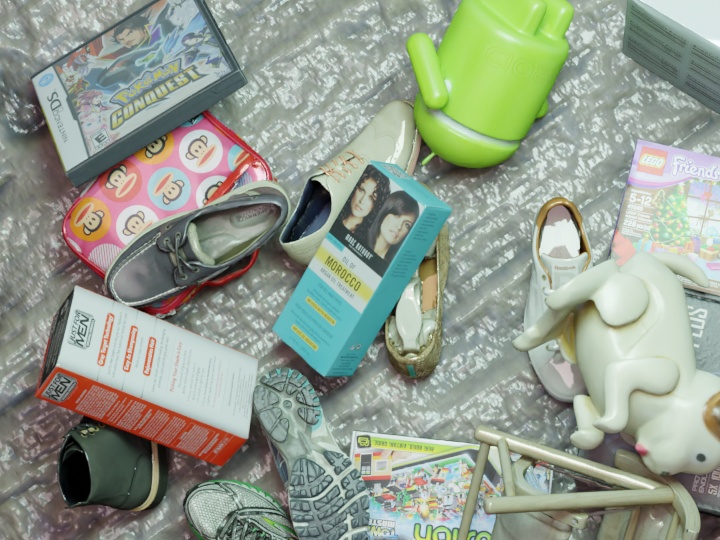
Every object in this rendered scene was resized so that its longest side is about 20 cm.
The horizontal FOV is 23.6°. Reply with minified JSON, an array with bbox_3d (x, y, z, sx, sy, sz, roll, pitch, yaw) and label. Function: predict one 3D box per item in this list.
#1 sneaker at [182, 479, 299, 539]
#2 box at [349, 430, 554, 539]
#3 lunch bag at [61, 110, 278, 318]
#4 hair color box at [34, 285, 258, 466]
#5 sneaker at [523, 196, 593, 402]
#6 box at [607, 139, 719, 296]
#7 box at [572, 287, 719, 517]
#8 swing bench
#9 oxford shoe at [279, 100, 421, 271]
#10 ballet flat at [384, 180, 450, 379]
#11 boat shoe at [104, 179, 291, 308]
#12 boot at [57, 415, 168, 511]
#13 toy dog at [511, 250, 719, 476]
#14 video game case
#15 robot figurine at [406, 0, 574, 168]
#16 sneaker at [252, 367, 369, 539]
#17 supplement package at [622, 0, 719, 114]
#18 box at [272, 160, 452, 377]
[{"bbox_3d":[-0.087,0.268,1.671,0.200,0.085,0.078,32,87,11],"label":"sneaker"},{"bbox_3d":[0.086,0.221,1.680,0.199,0.035,0.111,5,83,8],"label":"box"},{"bbox_3d":[-0.181,-0.054,1.734,0.176,0.082,0.200,39,88,6],"label":"lunch bag"},{"bbox_3d":[-0.202,0.102,1.657,0.199,0.061,0.102,24,45,-19],"label":"hair color box"},{"bbox_3d":[0.192,0.027,1.670,0.072,0.085,0.201,-6,83,5],"label":"sneaker"},{"bbox_3d":[0.350,-0.038,1.678,0.199,0.039,0.137,13,81,9],"label":"box"},{"bbox_3d":[0.303,0.121,1.641,0.163,0.086,0.201,14,84,10],"label":"box"},{"bbox_3d":[0.185,0.269,1.568,0.199,0.130,0.200,9,116,-5],"label":"swing bench"},{"bbox_3d":[-0.007,-0.089,1.707,0.071,0.074,0.201,27,85,38],"label":"oxford shoe"},{"bbox_3d":[0.054,0.005,1.699,0.070,0.065,0.201,-5,81,8],"label":"ballet flat"},{"bbox_3d":[-0.158,-0.025,1.659,0.199,0.065,0.072,-26,96,-1],"label":"boat shoe"},{"bbox_3d":[-0.251,0.135,1.677,0.077,0.138,0.201,-18,78,22],"label":"boot"},{"bbox_3d":[0.261,0.095,1.553,0.193,0.140,0.200,-24,74,-32],"label":"toy dog"},{"bbox_3d":[-0.227,-0.192,1.733,0.200,0.026,0.181,-31,44,2],"label":"video game case"},{"bbox_3d":[0.125,-0.186,1.669,0.116,0.175,0.201,44,121,33],"label":"robot figurine"},{"bbox_3d":[-0.043,0.194,1.676,0.077,0.086,0.201,-18,75,-6],"label":"sneaker"},{"bbox_3d":[0.358,-0.274,1.631,0.147,0.200,0.192,33,87,10],"label":"supplement package"},{"bbox_3d":[0.000,0.000,1.665,0.082,0.049,0.200,40,110,29],"label":"box"}]
